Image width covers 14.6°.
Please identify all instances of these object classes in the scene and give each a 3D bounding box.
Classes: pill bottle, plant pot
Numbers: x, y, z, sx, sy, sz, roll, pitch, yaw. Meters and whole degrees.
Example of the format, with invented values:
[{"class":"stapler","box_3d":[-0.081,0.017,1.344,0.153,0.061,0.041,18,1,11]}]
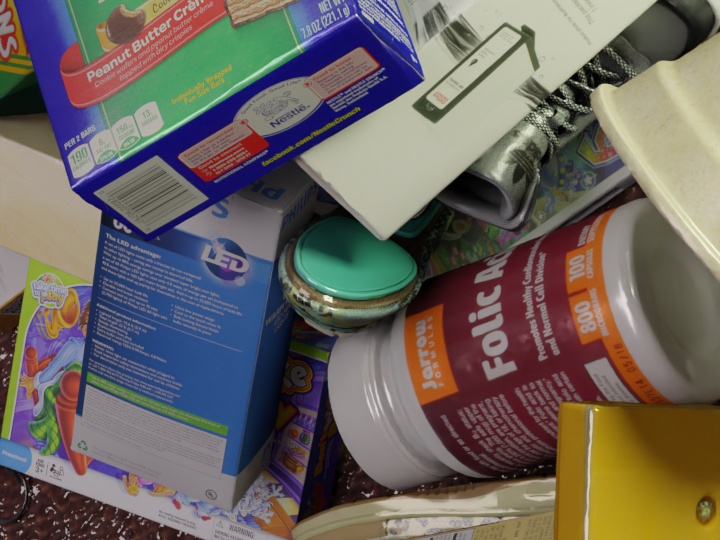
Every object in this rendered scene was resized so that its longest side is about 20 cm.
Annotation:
[{"class":"pill bottle","box_3d":[0.089,0.044,1.492,0.200,0.114,0.114,-22,75,32]},{"class":"plant pot","box_3d":[0.246,-0.071,1.358,0.183,0.200,0.201,-41,65,14]}]

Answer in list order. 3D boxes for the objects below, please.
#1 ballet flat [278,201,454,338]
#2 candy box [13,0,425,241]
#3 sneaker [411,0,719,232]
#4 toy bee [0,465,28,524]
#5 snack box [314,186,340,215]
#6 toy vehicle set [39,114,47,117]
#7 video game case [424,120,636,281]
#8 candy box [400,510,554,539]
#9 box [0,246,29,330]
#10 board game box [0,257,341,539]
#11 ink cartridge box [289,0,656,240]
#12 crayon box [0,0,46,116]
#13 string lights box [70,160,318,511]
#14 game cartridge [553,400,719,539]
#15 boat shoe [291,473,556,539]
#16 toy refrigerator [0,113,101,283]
[{"class":"ballet flat","box_3d":[0.000,0.000,1.499,0.074,0.200,0.074,8,112,20]},{"class":"candy box","box_3d":[-0.081,-0.143,1.394,0.169,0.077,0.200,-30,55,14]},{"class":"sneaker","box_3d":[0.102,-0.085,1.464,0.200,0.075,0.114,-24,34,36]},{"class":"toy bee","box_3d":[-0.292,0.062,1.765,0.200,0.109,0.131,37,108,32]},{"class":"snack box","box_3d":[-0.079,-0.101,1.597,0.200,0.024,0.072,27,110,19]},{"class":"toy vehicle set","box_3d":[-0.116,-0.040,1.656,0.124,0.027,0.200,-42,81,26]},{"class":"video game case","box_3d":[0.079,-0.082,1.565,0.200,0.018,0.143,-36,68,28]},{"class":"candy box","box_3d":[0.082,0.188,1.487,0.200,0.115,0.055,-15,41,33]},{"class":"box","box_3d":[-0.186,-0.063,1.739,0.200,0.041,0.119,-35,69,26]},{"class":"board game box","box_3d":[-0.108,0.076,1.634,0.200,0.045,0.135,17,107,22]},{"class":"ink cartridge box","box_3d":[0.037,-0.135,1.438,0.200,0.084,0.146,-41,40,6]},{"class":"crayon box","box_3d":[-0.166,-0.180,1.559,0.200,0.051,0.127,-33,68,52]},{"class":"string lights box","box_3d":[-0.091,0.023,1.523,0.103,0.059,0.200,20,124,13]},{"class":"game cartridge","box_3d":[0.159,0.166,1.399,0.032,0.176,0.200,4,90,47]},{"class":"boat shoe","box_3d":[0.051,0.149,1.539,0.200,0.073,0.063,-11,85,32]},{"class":"toy refrigerator","box_3d":[-0.186,-0.047,1.630,0.200,0.076,0.070,22,109,19]}]
